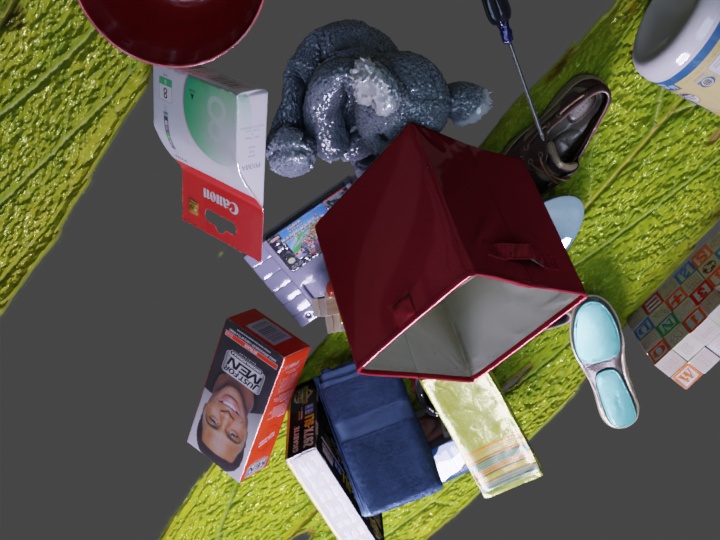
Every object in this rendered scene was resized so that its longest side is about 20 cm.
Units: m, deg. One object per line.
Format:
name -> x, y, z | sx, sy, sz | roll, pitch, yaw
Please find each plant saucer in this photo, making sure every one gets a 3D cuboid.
plant saucer -> 0.181, -0.023, 1.044 | 0.200, 0.039, 0.201 | -29, 151, -18

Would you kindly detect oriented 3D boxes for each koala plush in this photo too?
koala plush -> 0.021, -0.178, 0.904 | 0.177, 0.200, 0.185 | 6, 94, -31

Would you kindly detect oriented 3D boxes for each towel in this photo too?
towel -> 0.022, 0.207, 1.113 | 0.111, 0.201, 0.049 | -17, 154, -12
towel -> 0.154, 0.198, 1.092 | 0.086, 0.018, 0.201 | -27, 111, 6

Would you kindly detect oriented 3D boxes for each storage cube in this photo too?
storage cube -> 0.082, -0.010, 0.876 | 0.170, 0.180, 0.200 | 9, 141, -39

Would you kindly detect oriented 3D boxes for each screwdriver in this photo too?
screwdriver -> 0.170, -0.240, 0.977 | 0.028, 0.029, 0.201 | -29, 108, -28

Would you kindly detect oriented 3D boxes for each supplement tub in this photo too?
supplement tub -> 0.415, -0.237, 0.936 | 0.199, 0.145, 0.145 | 23, 112, -11

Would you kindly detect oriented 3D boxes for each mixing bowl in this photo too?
mixing bowl -> -0.191, -0.323, 0.899 | 0.199, 0.109, 0.201 | -1, 115, -2

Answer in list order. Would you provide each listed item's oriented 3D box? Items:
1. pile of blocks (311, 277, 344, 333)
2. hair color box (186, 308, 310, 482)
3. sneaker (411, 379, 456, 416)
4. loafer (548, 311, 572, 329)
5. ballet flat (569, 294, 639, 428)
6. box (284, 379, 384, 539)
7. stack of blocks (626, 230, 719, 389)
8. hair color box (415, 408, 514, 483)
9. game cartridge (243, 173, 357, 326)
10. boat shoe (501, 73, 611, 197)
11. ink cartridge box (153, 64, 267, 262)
pile of blocks -> 0.000, 0.000, 1.025 | 0.082, 0.062, 0.201 | 37, 116, 29
hair color box -> -0.148, 0.162, 1.129 | 0.101, 0.061, 0.201 | 31, 115, 23
sneaker -> 0.112, 0.101, 1.111 | 0.070, 0.098, 0.201 | 9, 113, -4
loafer -> 0.180, 0.061, 1.056 | 0.199, 0.063, 0.072 | -19, 146, -34
ballet flat -> 0.318, 0.113, 1.142 | 0.069, 0.070, 0.201 | -16, 109, 6
box -> -0.032, 0.265, 1.149 | 0.049, 0.160, 0.201 | -24, 114, 10
stack of blocks -> 0.438, 0.036, 1.081 | 0.058, 0.115, 0.200 | 35, 109, -17
hair color box -> 0.098, 0.234, 1.171 | 0.199, 0.100, 0.061 | -28, 112, 10
game cartridge -> -0.032, -0.030, 1.082 | 0.200, 0.038, 0.130 | -34, 116, 13
boat shoe -> 0.222, -0.137, 1.017 | 0.072, 0.072, 0.200 | 34, 110, -16
ink cartridge box -> -0.172, -0.122, 0.973 | 0.050, 0.161, 0.201 | -16, 123, -42
